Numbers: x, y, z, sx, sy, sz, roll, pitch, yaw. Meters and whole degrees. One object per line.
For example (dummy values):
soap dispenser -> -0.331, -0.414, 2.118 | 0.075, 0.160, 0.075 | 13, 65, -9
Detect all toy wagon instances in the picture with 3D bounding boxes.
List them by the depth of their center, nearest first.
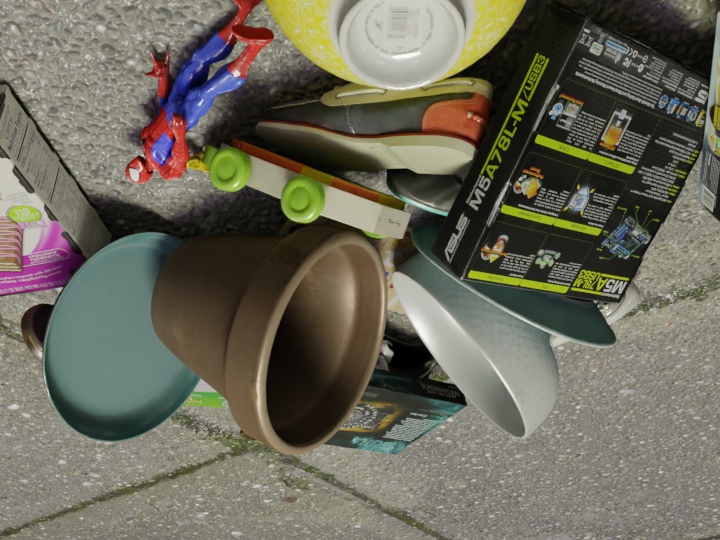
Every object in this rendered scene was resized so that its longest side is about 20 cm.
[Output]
toy wagon -> -0.059, -0.071, 0.714 | 0.198, 0.040, 0.155 | 24, -173, 23

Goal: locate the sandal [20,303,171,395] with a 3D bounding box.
sandal -> -0.243, 0.076, 0.874 | 0.055, 0.082, 0.199 | -43, 132, 18

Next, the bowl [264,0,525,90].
bowl -> 0.025, -0.183, 0.564 | 0.196, 0.109, 0.201 | -1, 144, -1

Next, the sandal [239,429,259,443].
sandal -> -0.091, 0.185, 1.126 | 0.080, 0.055, 0.199 | 28, 150, -26

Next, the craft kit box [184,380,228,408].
craft kit box -> -0.216, 0.088, 0.989 | 0.196, 0.049, 0.199 | 6, 141, -10

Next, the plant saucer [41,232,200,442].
plant saucer -> -0.217, 0.061, 0.833 | 0.027, 0.202, 0.200 | 15, 157, 36

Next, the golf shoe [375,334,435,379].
golf shoe -> -0.008, 0.096, 0.987 | 0.197, 0.073, 0.092 | 9, 140, -29

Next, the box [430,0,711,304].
box -> 0.170, -0.075, 0.657 | 0.198, 0.048, 0.195 | 7, 117, -39

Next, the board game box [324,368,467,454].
board game box -> 0.005, 0.157, 0.986 | 0.198, 0.029, 0.135 | 17, 136, -37

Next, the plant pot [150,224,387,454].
plant pot -> -0.095, 0.043, 0.807 | 0.173, 0.202, 0.201 | 18, 154, 28

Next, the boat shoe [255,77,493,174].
boat shoe -> 0.008, -0.116, 0.677 | 0.197, 0.064, 0.071 | 7, 166, 32

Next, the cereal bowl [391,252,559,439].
cereal bowl -> 0.121, 0.057, 0.843 | 0.083, 0.200, 0.201 | -36, 144, -10

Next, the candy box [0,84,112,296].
candy box -> -0.322, -0.059, 0.764 | 0.134, 0.062, 0.201 | -8, 143, 9

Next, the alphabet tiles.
alphabet tiles -> 0.000, 0.000, 0.903 | 0.197, 0.008, 0.167 | 16, 141, -22

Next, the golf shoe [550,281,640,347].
golf shoe -> 0.204, 0.055, 0.935 | 0.198, 0.080, 0.096 | -22, 157, 38

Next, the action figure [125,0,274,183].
action figure -> -0.135, -0.129, 0.673 | 0.051, 0.066, 0.200 | -3, 150, -38

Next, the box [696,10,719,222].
box -> 0.322, -0.136, 0.651 | 0.136, 0.040, 0.201 | -31, 143, -6

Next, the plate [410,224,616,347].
plate -> 0.136, 0.002, 0.759 | 0.198, 0.201, 0.026 | 19, 108, -26

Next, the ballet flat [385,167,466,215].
ballet flat -> 0.118, -0.073, 0.722 | 0.197, 0.069, 0.069 | 15, 129, -22
